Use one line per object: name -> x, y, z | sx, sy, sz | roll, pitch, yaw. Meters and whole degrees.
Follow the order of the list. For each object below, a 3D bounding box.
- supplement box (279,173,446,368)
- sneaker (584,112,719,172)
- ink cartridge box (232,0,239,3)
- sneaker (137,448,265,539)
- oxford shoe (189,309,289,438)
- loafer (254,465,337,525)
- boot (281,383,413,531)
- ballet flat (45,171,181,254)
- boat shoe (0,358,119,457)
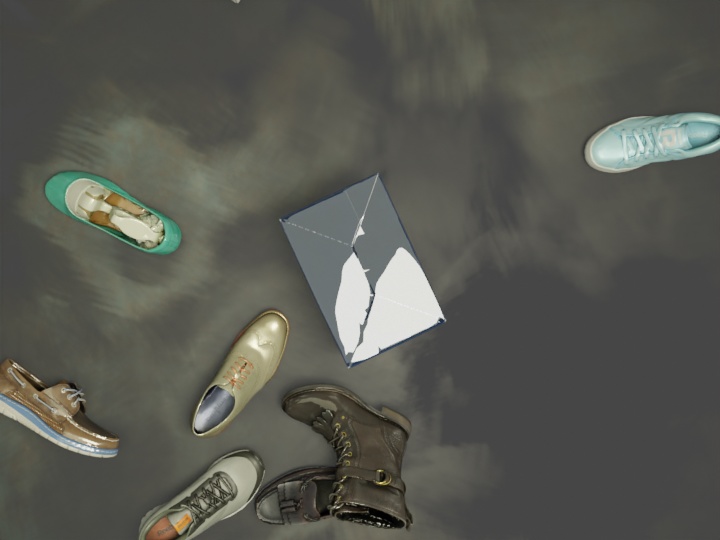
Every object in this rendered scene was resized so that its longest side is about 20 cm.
supplement box -> 0.000, 0.000, 1.248 | 0.134, 0.200, 0.201 | -25, 91, -2
sneaker -> 0.407, -0.182, 1.322 | 0.199, 0.082, 0.074 | -13, 89, -2
ink cartridge box -> -0.173, -0.488, 1.302 | 0.144, 0.084, 0.200 | 33, 89, -2
sneaker -> -0.211, 0.316, 1.301 | 0.200, 0.079, 0.074 | -37, 89, -3
oxford shoe -> -0.159, 0.143, 1.305 | 0.071, 0.074, 0.201 | 31, 89, -2
loafer -> -0.048, 0.301, 1.313 | 0.199, 0.063, 0.072 | -12, 91, -2
boot -> -0.019, 0.243, 1.261 | 0.199, 0.174, 0.069 | 16, 130, -3
ballet flat -> -0.333, -0.081, 1.302 | 0.199, 0.070, 0.068 | 26, 89, -1
boat shoe -> -0.405, 0.183, 1.298 | 0.199, 0.072, 0.073 | 26, 88, -2
